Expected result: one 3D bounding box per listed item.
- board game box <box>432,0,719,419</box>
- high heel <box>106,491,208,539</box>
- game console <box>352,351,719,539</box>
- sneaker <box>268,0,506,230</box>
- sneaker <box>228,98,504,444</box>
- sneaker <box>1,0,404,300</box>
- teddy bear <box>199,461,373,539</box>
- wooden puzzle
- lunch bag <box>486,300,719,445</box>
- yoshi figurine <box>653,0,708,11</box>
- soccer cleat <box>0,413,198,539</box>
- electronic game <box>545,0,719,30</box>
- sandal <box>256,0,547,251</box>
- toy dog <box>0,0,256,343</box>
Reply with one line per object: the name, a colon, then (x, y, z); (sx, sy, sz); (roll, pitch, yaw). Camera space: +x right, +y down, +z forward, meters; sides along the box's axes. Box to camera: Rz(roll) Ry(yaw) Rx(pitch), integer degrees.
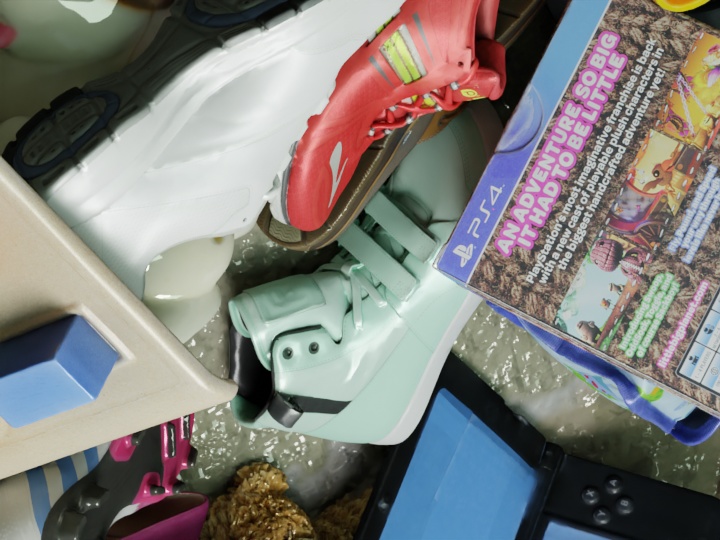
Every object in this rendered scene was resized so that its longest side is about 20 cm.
board game box: (0.162, -0.022, 1.281); (0.160, 0.199, 0.097); (-62, 167, -1)
high heel: (-0.165, 0.124, 1.339); (0.096, 0.067, 0.200); (-54, 141, 9)
game console: (0.091, 0.170, 1.437); (0.117, 0.175, 0.201); (75, 34, -60)
sneaker: (0.024, -0.096, 1.263); (0.200, 0.085, 0.077); (-59, 173, 16)
sneaker: (0.000, 0.001, 1.362); (0.118, 0.074, 0.201); (2, 116, -39)
sneaker: (-0.058, -0.068, 1.145); (0.200, 0.075, 0.087); (-37, 123, -5)
teddy bear: (-0.014, 0.188, 1.462); (0.145, 0.067, 0.201); (-33, 128, -15)
wooden puzzle: (-0.179, 0.025, 1.136); (0.200, 0.185, 0.046); (44, 46, -27)
lunch bag: (0.175, -0.005, 1.432); (0.170, 0.127, 0.200); (-54, 161, 1)
yoshi figurine: (0.120, -0.221, 1.265); (0.112, 0.201, 0.112); (15, 139, -31)
soccer cleat: (-0.142, 0.096, 1.303); (0.086, 0.200, 0.070); (4, 112, 16)
electronic game: (0.178, -0.189, 1.391); (0.199, 0.042, 0.201); (-12, 125, -18)
sandal: (0.025, -0.090, 1.334); (0.200, 0.082, 0.055); (-54, 149, 8)
toy dog: (-0.111, -0.082, 1.216); (0.193, 0.139, 0.201); (-28, 126, -27)
